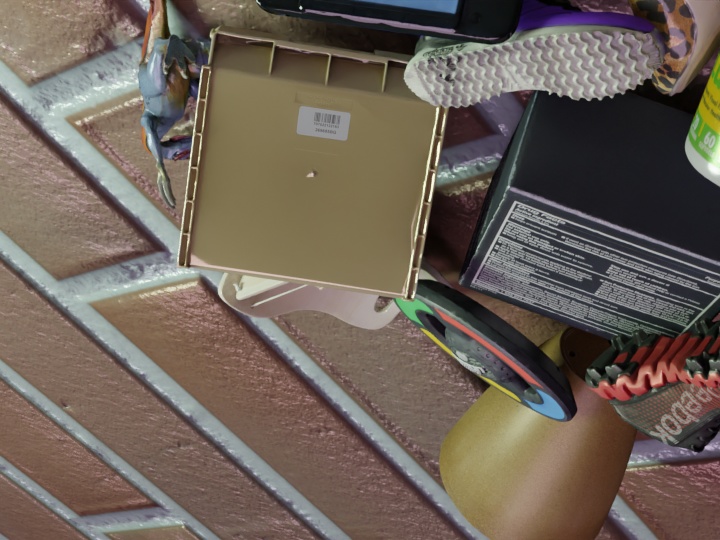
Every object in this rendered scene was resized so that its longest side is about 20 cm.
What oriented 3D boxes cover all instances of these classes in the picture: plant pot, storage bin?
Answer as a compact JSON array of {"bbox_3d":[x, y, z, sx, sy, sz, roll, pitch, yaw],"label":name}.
[{"bbox_3d":[0.199,0.152,1.420,0.186,0.187,0.200,22,129,-2],"label":"plant pot"},{"bbox_3d":[-0.039,-0.090,1.167,0.200,0.094,0.199,9,107,-3],"label":"storage bin"}]

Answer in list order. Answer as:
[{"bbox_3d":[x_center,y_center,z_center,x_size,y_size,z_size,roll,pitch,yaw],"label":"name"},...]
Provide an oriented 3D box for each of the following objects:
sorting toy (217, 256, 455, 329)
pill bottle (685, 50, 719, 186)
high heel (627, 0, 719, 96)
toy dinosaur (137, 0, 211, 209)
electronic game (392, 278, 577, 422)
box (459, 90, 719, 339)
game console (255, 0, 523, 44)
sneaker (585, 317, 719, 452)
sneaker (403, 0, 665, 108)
[{"bbox_3d":[0.000,0.000,1.370,0.200,0.107,0.180,-20,136,41],"label":"sorting toy"},{"bbox_3d":[0.303,-0.151,0.957,0.111,0.111,0.200,17,120,4],"label":"pill bottle"},{"bbox_3d":[0.202,-0.212,1.033,0.142,0.071,0.200,37,160,15],"label":"high heel"},{"bbox_3d":[-0.165,-0.165,1.276,0.181,0.105,0.200,-24,90,59],"label":"toy dinosaur"},{"bbox_3d":[0.111,0.073,1.283,0.200,0.042,0.200,37,171,6],"label":"electronic game"},{"bbox_3d":[0.206,-0.041,1.145,0.200,0.123,0.198,20,158,0],"label":"box"},{"bbox_3d":[0.021,-0.267,0.987,0.200,0.171,0.118,10,170,14],"label":"game console"},{"bbox_3d":[0.268,0.091,1.101,0.098,0.071,0.200,54,148,-12],"label":"sneaker"},{"bbox_3d":[0.131,-0.182,1.049,0.200,0.100,0.070,1,146,31],"label":"sneaker"}]
